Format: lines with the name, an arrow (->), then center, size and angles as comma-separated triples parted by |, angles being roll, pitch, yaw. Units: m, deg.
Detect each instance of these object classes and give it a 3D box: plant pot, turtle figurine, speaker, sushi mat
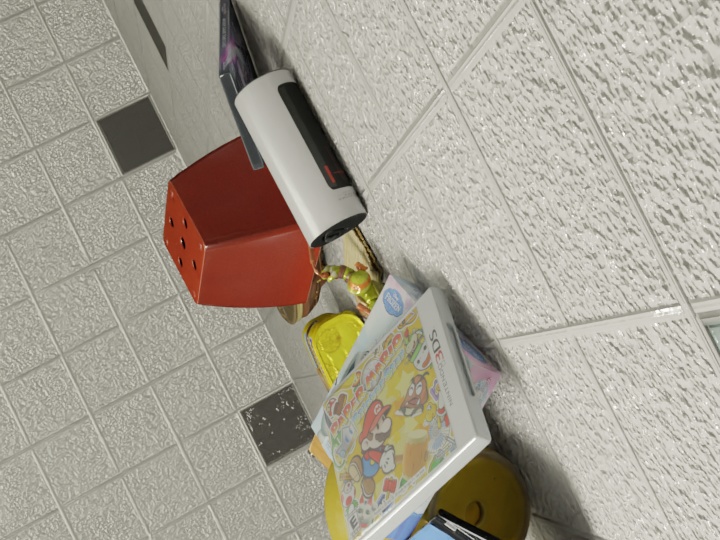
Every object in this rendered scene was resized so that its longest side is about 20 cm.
plant pot -> 0.083, 0.258, 1.189 | 0.203, 0.199, 0.188 | 64, 155, -7
turtle figurine -> 0.013, 0.043, 1.319 | 0.200, 0.064, 0.162 | 42, 166, 42
speaker -> -0.070, -0.130, 1.264 | 0.202, 0.080, 0.081 | 62, 170, 10
sushi mat -> 0.000, 0.000, 1.420 | 0.097, 0.012, 0.201 | 61, 170, 20
plant pot -> -0.183, -0.062, 1.571 | 0.201, 0.174, 0.201 | 58, 149, 30

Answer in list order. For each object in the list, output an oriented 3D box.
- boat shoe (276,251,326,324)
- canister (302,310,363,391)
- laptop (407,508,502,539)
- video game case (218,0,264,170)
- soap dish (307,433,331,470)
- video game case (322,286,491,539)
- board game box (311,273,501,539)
boat shoe -> -0.089, -0.001, 1.702 | 0.072, 0.067, 0.202 | 46, 145, 27
canister -> -0.028, 0.140, 1.709 | 0.150, 0.086, 0.200 | 64, 171, -4
laptop -> 0.127, 0.333, 1.043 | 0.186, 0.117, 0.199 | 37, 167, -22
video game case -> -0.155, -0.246, 1.391 | 0.202, 0.019, 0.144 | -97, -8, -49
soap dish -> 0.006, 0.306, 1.729 | 0.200, 0.081, 0.157 | 45, -173, 1
video game case -> 0.037, 0.146, 1.053 | 0.023, 0.200, 0.184 | 19, -143, -31
board game box -> 0.040, 0.137, 1.117 | 0.043, 0.201, 0.200 | 18, -164, -31
